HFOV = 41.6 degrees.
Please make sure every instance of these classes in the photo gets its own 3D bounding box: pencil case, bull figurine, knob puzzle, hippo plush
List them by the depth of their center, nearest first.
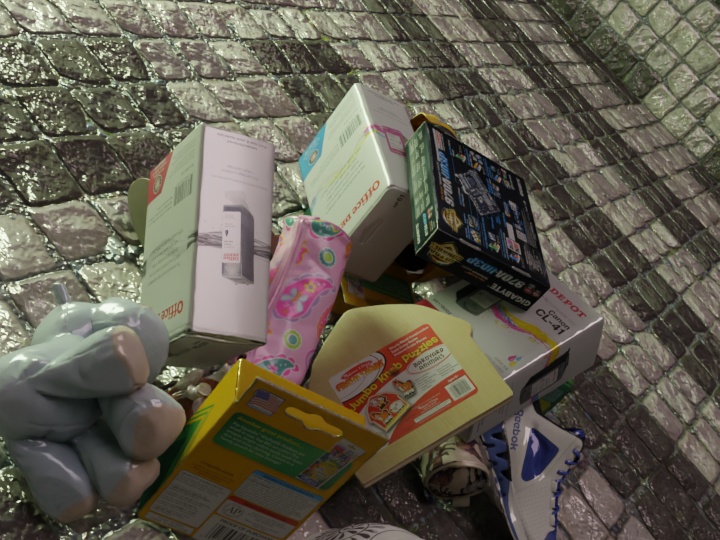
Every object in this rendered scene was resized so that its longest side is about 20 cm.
[{"bbox_3d":[-0.236,0.103,0.796,0.197,0.161,0.161,-6,19,1],"label":"hippo plush"},{"bbox_3d":[-0.098,0.155,0.876,0.198,0.122,0.066,20,39,-20],"label":"bull figurine"},{"bbox_3d":[-0.077,0.040,0.984,0.087,0.087,0.202,31,64,-17],"label":"pencil case"},{"bbox_3d":[0.034,0.113,0.990,0.031,0.217,0.221,71,5,-47],"label":"knob puzzle"},{"bbox_3d":[0.093,0.171,1.105,0.077,0.090,0.201,-1,45,-11],"label":"pencil case"}]

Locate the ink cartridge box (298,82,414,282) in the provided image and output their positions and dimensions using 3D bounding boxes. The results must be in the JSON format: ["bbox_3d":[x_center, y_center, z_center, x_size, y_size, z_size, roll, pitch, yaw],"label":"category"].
[{"bbox_3d":[0.006,-0.109,1.181,0.084,0.145,0.201,19,38,-32],"label":"ink cartridge box"}]

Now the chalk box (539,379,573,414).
[{"bbox_3d":[0.185,0.124,1.220,0.123,0.125,0.201,28,35,-21],"label":"chalk box"}]

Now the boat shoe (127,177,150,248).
[{"bbox_3d":[-0.176,-0.021,1.039,0.202,0.074,0.063,49,32,0],"label":"boat shoe"}]

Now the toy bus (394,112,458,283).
[{"bbox_3d":[0.136,-0.093,1.252,0.190,0.136,0.202,-1,67,-31],"label":"toy bus"}]

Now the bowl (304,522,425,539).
[{"bbox_3d":[0.033,0.304,0.860,0.199,0.094,0.202,29,33,-21],"label":"bowl"}]

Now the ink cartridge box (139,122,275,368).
[{"bbox_3d":[-0.151,-0.017,0.916,0.084,0.145,0.203,12,70,-29],"label":"ink cartridge box"}]

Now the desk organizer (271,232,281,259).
[{"bbox_3d":[-0.131,-0.044,1.118,0.201,0.072,0.077,53,31,16],"label":"desk organizer"}]

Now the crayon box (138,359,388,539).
[{"bbox_3d":[-0.083,0.155,0.791,0.125,0.200,0.052,28,34,-22],"label":"crayon box"}]

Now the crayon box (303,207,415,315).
[{"bbox_3d":[0.000,0.000,1.230,0.125,0.052,0.201,21,37,-31],"label":"crayon box"}]

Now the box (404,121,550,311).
[{"bbox_3d":[0.130,-0.065,1.083,0.158,0.046,0.201,26,37,-24],"label":"box"}]

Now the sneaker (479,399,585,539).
[{"bbox_3d":[0.207,0.231,1.066,0.081,0.114,0.202,48,24,-78],"label":"sneaker"}]

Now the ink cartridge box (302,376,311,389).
[{"bbox_3d":[-0.025,0.154,1.035,0.095,0.037,0.200,42,29,1],"label":"ink cartridge box"}]

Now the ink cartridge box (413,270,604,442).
[{"bbox_3d":[0.154,0.080,1.079,0.199,0.086,0.148,-27,51,-26],"label":"ink cartridge box"}]
